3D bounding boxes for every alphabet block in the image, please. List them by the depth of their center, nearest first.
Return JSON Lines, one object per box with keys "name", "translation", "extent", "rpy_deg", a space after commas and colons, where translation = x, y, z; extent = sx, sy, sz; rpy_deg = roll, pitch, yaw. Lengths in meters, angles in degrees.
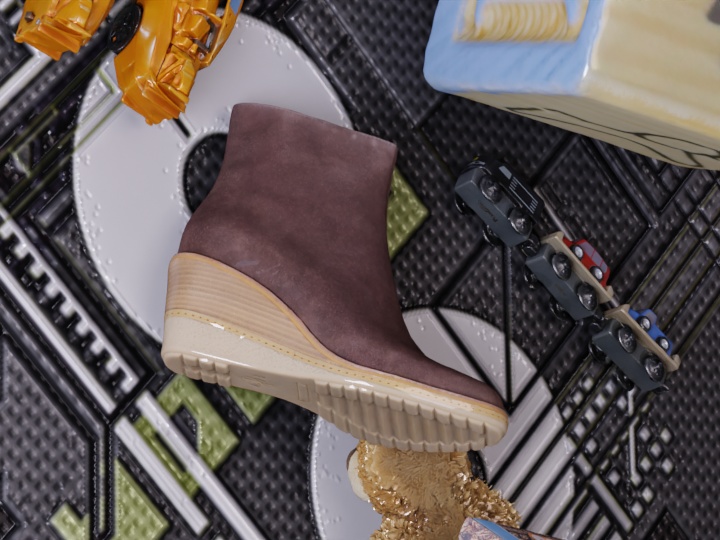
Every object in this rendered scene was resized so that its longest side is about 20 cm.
{"name": "alphabet block", "translation": [0.182, -0.172, 1.504], "extent": [0.199, 0.195, 0.197], "rpy_deg": [15, 89, -28]}

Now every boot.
{"name": "boot", "translation": [0.000, 0.000, 1.394], "extent": [0.199, 0.072, 0.167], "rpy_deg": [17, 63, 2]}

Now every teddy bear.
{"name": "teddy bear", "translation": [0.039, 0.166, 1.456], "extent": [0.145, 0.067, 0.200], "rpy_deg": [-44, 117, -26]}

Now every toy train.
{"name": "toy train", "translation": [0.128, 0.003, 1.571], "extent": [0.200, 0.034, 0.046], "rpy_deg": [46, 44, -22]}

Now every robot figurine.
{"name": "robot figurine", "translation": [-0.108, -0.189, 1.393], "extent": [0.145, 0.058, 0.201], "rpy_deg": [31, 64, -32]}

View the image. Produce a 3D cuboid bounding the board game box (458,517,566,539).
{"name": "board game box", "translation": [0.122, 0.242, 1.425], "extent": [0.200, 0.097, 0.160], "rpy_deg": [18, 98, -44]}
